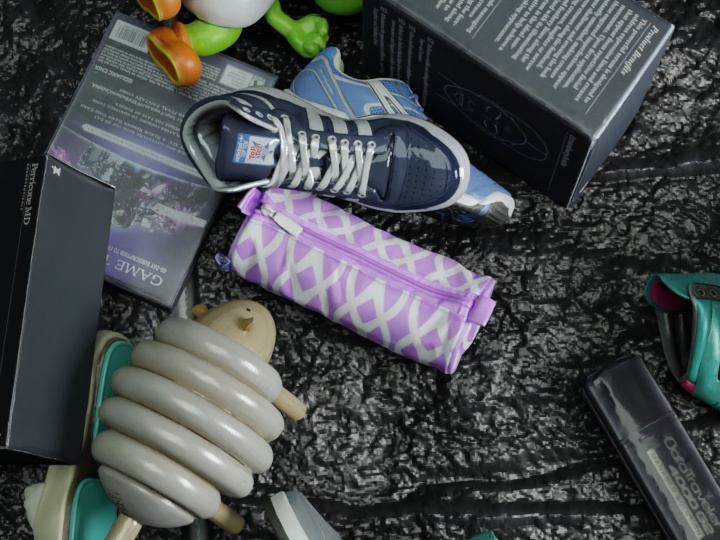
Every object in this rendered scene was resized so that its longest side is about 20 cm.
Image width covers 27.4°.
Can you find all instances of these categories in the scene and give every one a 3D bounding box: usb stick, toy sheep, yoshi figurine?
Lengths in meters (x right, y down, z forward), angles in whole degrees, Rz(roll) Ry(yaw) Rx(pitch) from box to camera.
[{"bbox_3d":[0.225,0.152,1.054,0.055,0.033,0.201,-25,75,-14],"label":"usb stick"},{"bbox_3d":[-0.116,0.109,1.010,0.137,0.138,0.201,24,73,7],"label":"toy sheep"},{"bbox_3d":[-0.064,-0.214,1.120,0.199,0.112,0.113,-28,84,-20],"label":"yoshi figurine"}]

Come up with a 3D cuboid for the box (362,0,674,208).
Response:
[{"bbox_3d":[0.109,-0.162,1.085,0.199,0.149,0.107,35,77,9],"label":"box"}]

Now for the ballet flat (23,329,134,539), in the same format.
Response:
[{"bbox_3d":[-0.203,0.141,1.048,0.069,0.070,0.202,8,72,2],"label":"ballet flat"}]

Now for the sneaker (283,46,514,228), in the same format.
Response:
[{"bbox_3d":[0.030,-0.098,1.103,0.199,0.076,0.077,30,80,7],"label":"sneaker"}]

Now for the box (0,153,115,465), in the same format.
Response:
[{"bbox_3d":[-0.257,0.031,1.035,0.140,0.079,0.202,-5,72,34],"label":"box"}]

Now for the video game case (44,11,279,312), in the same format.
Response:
[{"bbox_3d":[-0.166,-0.086,1.130,0.142,0.019,0.202,22,76,7],"label":"video game case"}]

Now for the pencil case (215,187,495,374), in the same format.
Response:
[{"bbox_3d":[0.000,0.000,1.071,0.198,0.086,0.084,24,63,6],"label":"pencil case"}]

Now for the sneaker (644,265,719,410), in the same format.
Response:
[{"bbox_3d":[0.271,0.008,1.074,0.119,0.084,0.202,16,75,-5],"label":"sneaker"}]

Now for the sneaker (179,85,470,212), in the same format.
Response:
[{"bbox_3d":[-0.030,-0.079,1.022,0.198,0.108,0.071,17,107,21],"label":"sneaker"}]

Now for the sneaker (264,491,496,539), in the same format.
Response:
[{"bbox_3d":[0.034,0.206,1.002,0.120,0.084,0.201,-38,85,-5],"label":"sneaker"}]
